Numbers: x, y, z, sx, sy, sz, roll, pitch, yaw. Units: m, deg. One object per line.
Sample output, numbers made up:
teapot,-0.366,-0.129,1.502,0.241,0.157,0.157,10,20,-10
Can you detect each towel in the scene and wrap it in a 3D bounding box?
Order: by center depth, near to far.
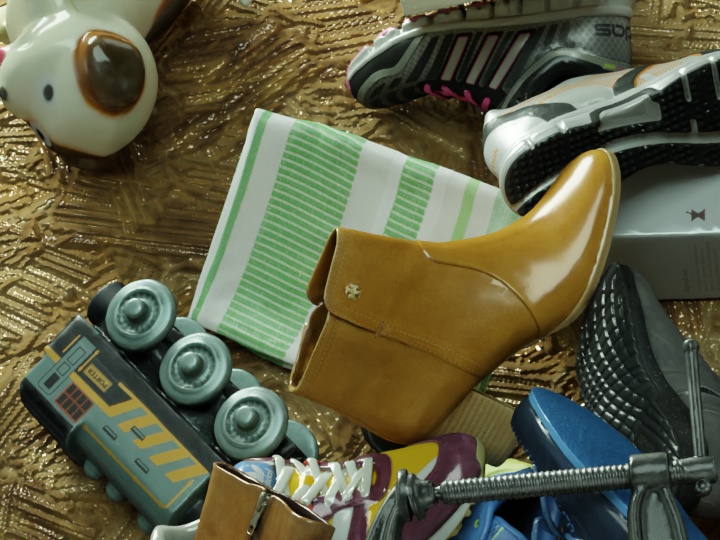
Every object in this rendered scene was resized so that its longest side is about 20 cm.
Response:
towel,0.000,0.000,1.664,0.199,0.023,0.153,22,99,23

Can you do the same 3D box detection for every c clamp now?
c clamp,0.092,0.133,1.414,0.199,0.027,0.172,-10,63,3

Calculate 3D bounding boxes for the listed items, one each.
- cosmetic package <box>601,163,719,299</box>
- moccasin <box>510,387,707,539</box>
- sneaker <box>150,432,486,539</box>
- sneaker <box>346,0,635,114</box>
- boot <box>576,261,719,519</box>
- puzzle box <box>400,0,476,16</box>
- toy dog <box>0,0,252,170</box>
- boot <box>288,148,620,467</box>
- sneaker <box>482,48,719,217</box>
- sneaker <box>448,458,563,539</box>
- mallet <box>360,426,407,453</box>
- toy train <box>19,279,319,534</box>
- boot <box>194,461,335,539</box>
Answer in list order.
cosmetic package,0.187,-0.042,1.675,0.199,0.071,0.102,-3,55,10
moccasin,0.131,0.144,1.459,0.068,0.080,0.200,-57,44,23
sneaker,-0.025,0.135,1.521,0.200,0.090,0.075,-34,22,20
sneaker,0.085,-0.122,1.747,0.199,0.074,0.088,-13,80,19
boot,0.205,0.081,1.579,0.131,0.070,0.201,11,38,-21
puzzle box,0.089,-0.187,1.738,0.132,0.200,0.026,-12,96,2
toy dog,-0.177,-0.163,1.811,0.193,0.140,0.201,22,53,-18
boot,0.051,0.000,1.538,0.143,0.071,0.202,25,86,-18
sneaker,0.163,-0.096,1.628,0.199,0.074,0.080,-16,32,-13
sneaker,0.043,0.175,1.523,0.076,0.105,0.200,42,67,-4
mallet,0.096,0.093,1.611,0.199,0.066,0.041,4,92,-10
toy train,-0.112,0.093,1.640,0.114,0.085,0.200,-45,61,-4
boot,-0.105,0.201,1.488,0.188,0.068,0.201,16,92,55
